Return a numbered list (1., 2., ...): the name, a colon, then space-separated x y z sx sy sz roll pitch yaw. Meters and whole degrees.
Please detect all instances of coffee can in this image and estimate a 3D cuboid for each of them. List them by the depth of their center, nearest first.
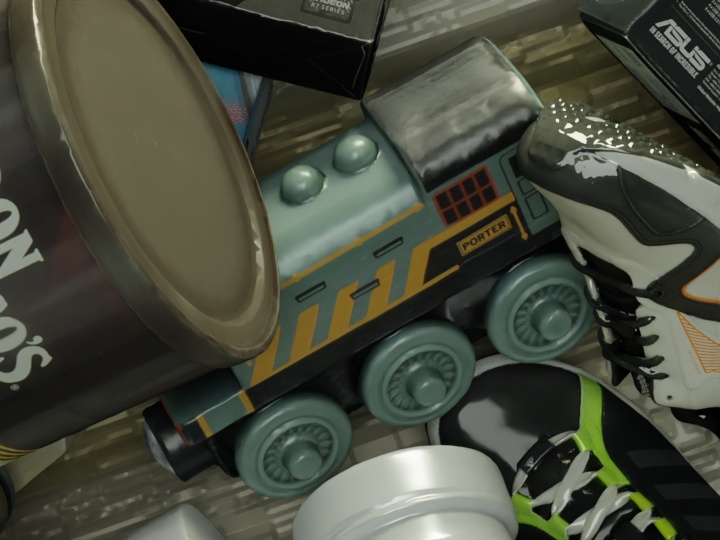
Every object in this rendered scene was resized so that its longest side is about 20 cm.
1. coffee can: -0.148 0.000 0.854 0.200 0.146 0.146 -25 87 17

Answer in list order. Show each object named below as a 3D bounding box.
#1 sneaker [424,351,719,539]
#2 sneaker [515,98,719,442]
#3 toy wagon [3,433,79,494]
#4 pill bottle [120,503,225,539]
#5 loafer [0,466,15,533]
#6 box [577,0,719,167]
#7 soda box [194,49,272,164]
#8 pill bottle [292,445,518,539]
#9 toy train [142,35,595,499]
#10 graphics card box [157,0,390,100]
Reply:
1. sneaker: 0.112 0.101 0.964 0.200 0.083 0.072 39 87 2
2. sneaker: 0.112 0.007 0.924 0.080 0.200 0.074 -53 46 1
3. toy wagon: -0.194 0.007 0.963 0.155 0.040 0.200 -39 96 19
4. pill bottle: -0.128 0.169 0.938 0.200 0.111 0.111 -31 88 5
5. loafer: -0.218 0.124 0.951 0.200 0.063 0.072 -22 122 14
6. box: 0.201 -0.084 0.950 0.200 0.044 0.160 42 88 -26
7. soda box: -0.135 -0.078 0.978 0.200 0.068 0.064 16 78 0
8. pill bottle: 0.040 0.165 0.897 0.112 0.112 0.200 -18 58 -1
9. toy train: 0.000 0.000 0.949 0.200 0.085 0.114 -29 130 -3
10. graphics card box: -0.034 -0.171 0.962 0.125 0.051 0.200 15 67 0
